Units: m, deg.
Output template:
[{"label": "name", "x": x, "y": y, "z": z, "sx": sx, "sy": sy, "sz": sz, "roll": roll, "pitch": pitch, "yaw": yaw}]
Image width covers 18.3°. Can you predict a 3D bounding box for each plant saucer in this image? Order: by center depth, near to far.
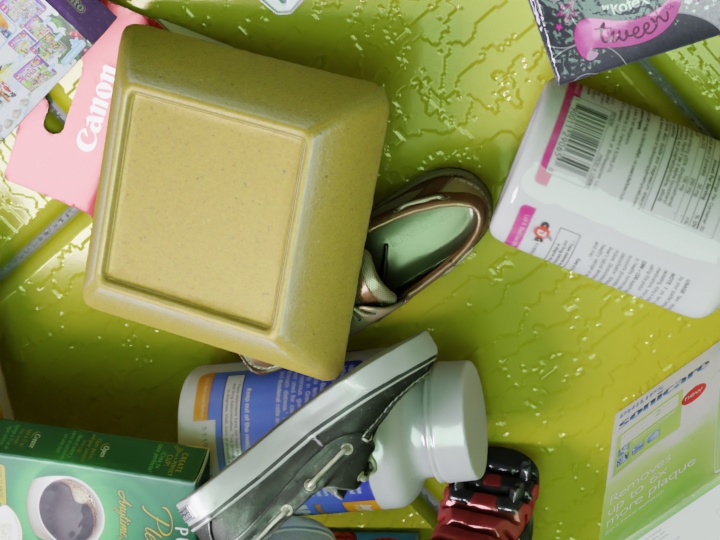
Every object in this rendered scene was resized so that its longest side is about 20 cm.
[{"label": "plant saucer", "x": -0.094, "y": -0.042, "z": 1.455, "sx": 0.199, "sy": 0.048, "sz": 0.201, "roll": 16, "pitch": 105, "yaw": 21}]

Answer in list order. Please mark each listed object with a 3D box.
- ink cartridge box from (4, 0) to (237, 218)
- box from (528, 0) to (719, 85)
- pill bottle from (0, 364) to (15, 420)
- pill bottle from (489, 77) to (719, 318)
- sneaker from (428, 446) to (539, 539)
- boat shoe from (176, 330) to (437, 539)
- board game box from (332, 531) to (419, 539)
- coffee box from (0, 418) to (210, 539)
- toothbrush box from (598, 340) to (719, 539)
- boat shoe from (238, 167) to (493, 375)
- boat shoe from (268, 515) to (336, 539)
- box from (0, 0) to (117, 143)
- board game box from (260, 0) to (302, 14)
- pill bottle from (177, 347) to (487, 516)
[{"label": "ink cartridge box", "x": -0.137, "y": -0.084, "z": 1.517, "sx": 0.199, "sy": 0.050, "sz": 0.161, "roll": 21, "pitch": 116, "yaw": -1}, {"label": "box", "x": 0.196, "y": -0.212, "z": 1.357, "sx": 0.199, "sy": 0.115, "sz": 0.133, "roll": -16, "pitch": 110, "yaw": 18}, {"label": "pill bottle", "x": -0.308, "y": 0.093, "z": 1.592, "sx": 0.112, "sy": 0.113, "sz": 0.201, "roll": -5, "pitch": 113, "yaw": 13}, {"label": "pill bottle", "x": 0.193, "y": -0.038, "z": 1.436, "sx": 0.199, "sy": 0.113, "sz": 0.114, "roll": 22, "pitch": 116, "yaw": 1}, {"label": "sneaker", "x": 0.069, "y": 0.215, "z": 1.539, "sx": 0.071, "sy": 0.201, "sz": 0.098, "roll": 13, "pitch": 132, "yaw": 23}, {"label": "boat shoe", "x": -0.023, "y": 0.117, "z": 1.452, "sx": 0.200, "sy": 0.071, "sz": 0.064, "roll": -38, "pitch": 90, "yaw": -3}, {"label": "board game box", "x": -0.065, "y": 0.260, "z": 1.570, "sx": 0.195, "sy": 0.200, "sz": 0.056, "roll": -1, "pitch": 117, "yaw": 11}, {"label": "coffee box", "x": -0.201, "y": 0.166, "z": 1.522, "sx": 0.199, "sy": 0.044, "sz": 0.123, "roll": 6, "pitch": 121, "yaw": 9}, {"label": "toothbrush box", "x": 0.240, "y": 0.129, "z": 1.453, "sx": 0.145, "sy": 0.200, "sz": 0.086, "roll": -38, "pitch": 101, "yaw": 24}, {"label": "boat shoe", "x": 0.000, "y": 0.000, "z": 1.486, "sx": 0.200, "sy": 0.074, "sz": 0.076, "roll": -36, "pitch": 101, "yaw": 5}, {"label": "boat shoe", "x": -0.084, "y": 0.222, "z": 1.483, "sx": 0.071, "sy": 0.200, "sz": 0.070, "roll": 34, "pitch": 125, "yaw": 40}, {"label": "box", "x": -0.267, "y": -0.154, "z": 1.481, "sx": 0.137, "sy": 0.039, "sz": 0.200, "roll": 43, "pitch": 134, "yaw": -10}, {"label": "board game box", "x": -0.060, "y": -0.297, "z": 1.418, "sx": 0.200, "sy": 0.026, "sz": 0.200, "roll": 40, "pitch": 115, "yaw": -8}, {"label": "pill bottle", "x": -0.017, "y": 0.112, "z": 1.544, "sx": 0.199, "sy": 0.112, "sz": 0.113, "roll": -5, "pitch": 113, "yaw": 14}]
